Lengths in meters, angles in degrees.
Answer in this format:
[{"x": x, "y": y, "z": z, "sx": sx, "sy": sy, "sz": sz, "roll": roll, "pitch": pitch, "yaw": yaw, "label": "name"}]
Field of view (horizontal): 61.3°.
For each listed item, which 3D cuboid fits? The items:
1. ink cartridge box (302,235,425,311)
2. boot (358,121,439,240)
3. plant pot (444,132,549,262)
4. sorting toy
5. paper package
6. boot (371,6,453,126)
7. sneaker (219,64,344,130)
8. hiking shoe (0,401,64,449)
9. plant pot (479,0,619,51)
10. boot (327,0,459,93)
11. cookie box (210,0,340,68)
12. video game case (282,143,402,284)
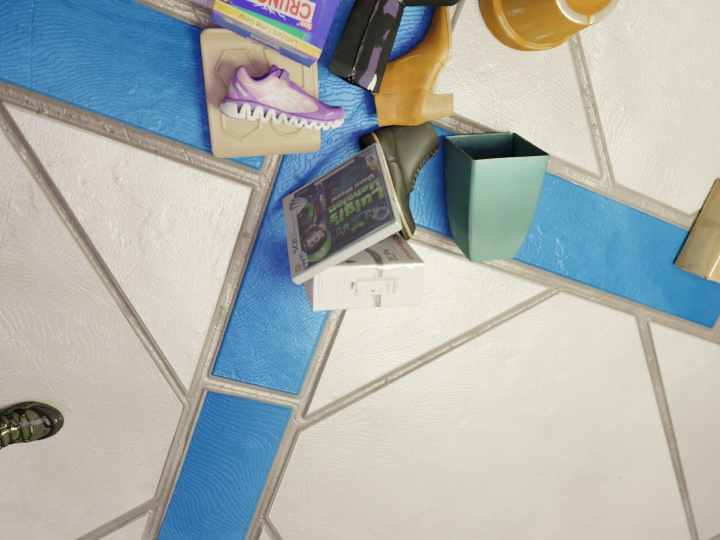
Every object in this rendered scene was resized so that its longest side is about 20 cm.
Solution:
[{"x": 0.000, "y": 0.000, "z": 1.073, "sx": 0.196, "sy": 0.147, "sz": 0.084, "roll": -2, "pitch": 113, "yaw": -14, "label": "ink cartridge box"}, {"x": 0.096, "y": -0.168, "z": 1.079, "sx": 0.137, "sy": 0.077, "sz": 0.202, "roll": -26, "pitch": 115, "yaw": -9, "label": "boot"}, {"x": 0.230, "y": -0.126, "z": 1.092, "sx": 0.139, "sy": 0.142, "sz": 0.203, "roll": -5, "pitch": 118, "yaw": -12, "label": "plant pot"}, {"x": -0.160, "y": -0.289, "z": 0.994, "sx": 0.182, "sy": 0.037, "sz": 0.203, "roll": -6, "pitch": 115, "yaw": -12, "label": "sorting toy"}, {"x": 0.797, "y": -0.064, "z": 1.270, "sx": 0.188, "sy": 0.104, "sz": 0.203, "roll": 16, "pitch": 104, "yaw": -20, "label": "paper package"}, {"x": 0.082, "y": -0.347, "z": 1.015, "sx": 0.141, "sy": 0.071, "sz": 0.205, "roll": -2, "pitch": 94, "yaw": 7, "label": "boot"}, {"x": -0.118, "y": -0.272, "z": 0.952, "sx": 0.197, "sy": 0.081, "sz": 0.090, "roll": 6, "pitch": 105, "yaw": -16, "label": "sneaker"}, {"x": -0.621, "y": 0.286, "z": 1.048, "sx": 0.196, "sy": 0.101, "sz": 0.077, "roll": -5, "pitch": 111, "yaw": -12, "label": "hiking shoe"}, {"x": 0.314, "y": -0.455, "z": 0.966, "sx": 0.197, "sy": 0.184, "sz": 0.204, "roll": -4, "pitch": 111, "yaw": -12, "label": "plant pot"}, {"x": 0.053, "y": -0.380, "z": 0.968, "sx": 0.163, "sy": 0.066, "sz": 0.203, "roll": 25, "pitch": 96, "yaw": 10, "label": "boot"}, {"x": -0.109, "y": -0.436, "z": 0.903, "sx": 0.169, "sy": 0.075, "sz": 0.203, "roll": 20, "pitch": 92, "yaw": -16, "label": "cookie box"}, {"x": -0.038, "y": -0.094, "z": 0.987, "sx": 0.198, "sy": 0.184, "sz": 0.023, "roll": -27, "pitch": 140, "yaw": 19, "label": "video game case"}]
